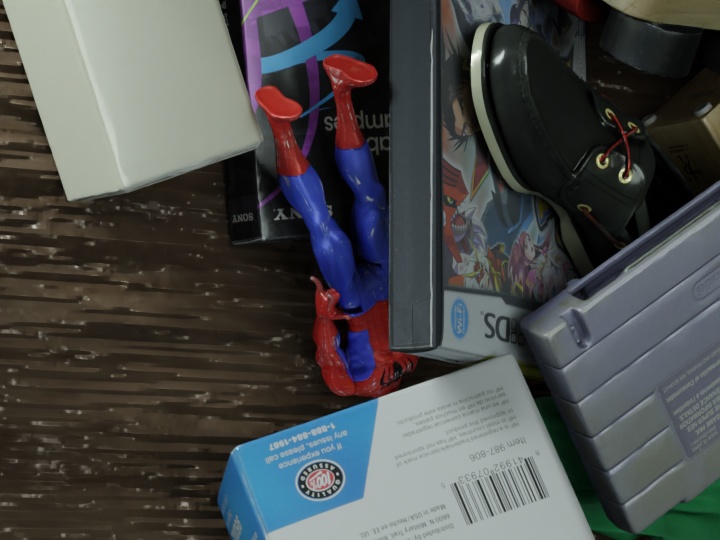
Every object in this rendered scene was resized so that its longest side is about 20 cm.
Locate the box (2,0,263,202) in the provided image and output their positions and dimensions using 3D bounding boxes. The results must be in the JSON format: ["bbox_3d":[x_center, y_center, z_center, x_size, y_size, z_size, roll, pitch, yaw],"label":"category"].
[{"bbox_3d":[-0.119,-0.138,1.189,0.082,0.068,0.201,-19,97,-30],"label":"box"}]

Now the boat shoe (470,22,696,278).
[{"bbox_3d":[0.112,-0.056,1.259,0.201,0.063,0.074,49,46,-47],"label":"boat shoe"}]

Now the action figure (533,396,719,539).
[{"bbox_3d":[0.134,0.094,1.320,0.199,0.055,0.119,2,109,-22],"label":"action figure"}]

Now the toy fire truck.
[{"bbox_3d":[0.156,-0.191,1.317,0.175,0.200,0.129,1,116,-38],"label":"toy fire truck"}]

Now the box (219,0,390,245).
[{"bbox_3d":[-0.002,-0.116,1.274,0.142,0.036,0.201,-5,92,-30],"label":"box"}]

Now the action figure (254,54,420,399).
[{"bbox_3d":[0.000,0.000,1.234,0.065,0.052,0.201,-30,127,-23],"label":"action figure"}]

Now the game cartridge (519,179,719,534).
[{"bbox_3d":[0.180,0.024,1.268,0.200,0.038,0.130,-34,122,-16],"label":"game cartridge"}]

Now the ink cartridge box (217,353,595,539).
[{"bbox_3d":[0.037,0.161,1.195,0.144,0.084,0.201,-17,71,-16],"label":"ink cartridge box"}]

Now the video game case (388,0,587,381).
[{"bbox_3d":[0.065,-0.052,1.259,0.181,0.025,0.201,14,75,-61],"label":"video game case"}]

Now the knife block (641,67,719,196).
[{"bbox_3d":[0.235,-0.034,1.390,0.200,0.064,0.176,-42,108,-26],"label":"knife block"}]
